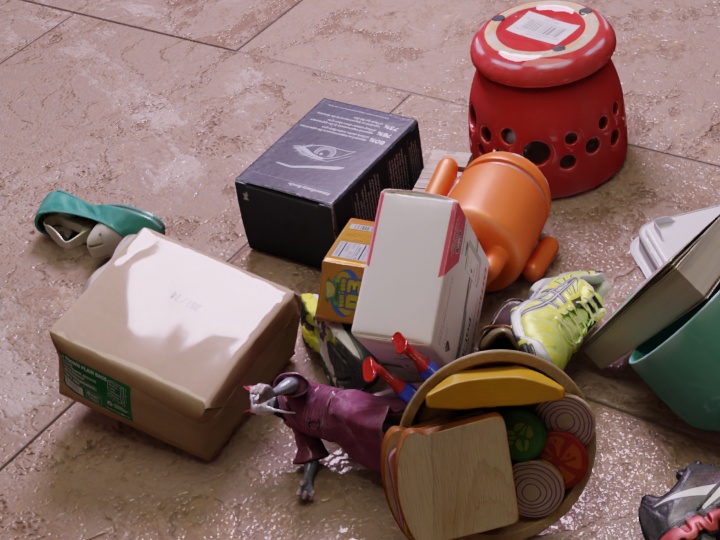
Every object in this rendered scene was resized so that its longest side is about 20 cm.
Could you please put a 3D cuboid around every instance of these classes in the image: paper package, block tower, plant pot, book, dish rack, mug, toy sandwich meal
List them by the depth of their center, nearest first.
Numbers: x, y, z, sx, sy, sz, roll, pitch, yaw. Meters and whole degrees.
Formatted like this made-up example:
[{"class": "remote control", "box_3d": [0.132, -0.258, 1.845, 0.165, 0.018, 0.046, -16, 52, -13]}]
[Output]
[{"class": "toy sandwich meal", "box_3d": [0.116, 0.166, 1.272, 0.202, 0.208, 0.070, -11, 15, -1]}, {"class": "mug", "box_3d": [0.359, 0.068, 1.358, 0.115, 0.185, 0.152, 47, 28, 2]}, {"class": "book", "box_3d": [0.309, 0.012, 1.415, 0.048, 0.200, 0.133, 45, 59, 6]}, {"class": "paper package", "box_3d": [-0.193, 0.076, 1.502, 0.198, 0.104, 0.191, 23, 47, 17]}, {"class": "dish rack", "box_3d": [0.399, -0.012, 1.561, 0.169, 0.044, 0.201, -12, 38, -4]}, {"class": "block tower", "box_3d": [0.084, -0.064, 1.692, 0.057, 0.055, 0.201, 7, 41, 22]}, {"class": "plant pot", "box_3d": [0.224, -0.215, 1.754, 0.197, 0.184, 0.202, -8, 38, 6]}]

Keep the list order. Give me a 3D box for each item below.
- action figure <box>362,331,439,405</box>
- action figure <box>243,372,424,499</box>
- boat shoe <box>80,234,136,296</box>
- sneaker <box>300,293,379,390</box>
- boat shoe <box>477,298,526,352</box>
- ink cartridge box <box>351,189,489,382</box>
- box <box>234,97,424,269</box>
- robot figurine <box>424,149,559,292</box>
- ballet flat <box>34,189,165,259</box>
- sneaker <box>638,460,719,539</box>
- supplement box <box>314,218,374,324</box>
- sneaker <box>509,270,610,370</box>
[{"class": "action figure", "box_3d": [0.088, 0.140, 1.332, 0.065, 0.200, 0.052, -44, 26, 12]}, {"class": "action figure", "box_3d": [-0.027, 0.133, 1.396, 0.198, 0.135, 0.149, 15, 42, 25]}, {"class": "boat shoe", "box_3d": [-0.265, 0.027, 1.641, 0.071, 0.076, 0.201, 5, 41, 16]}, {"class": "sneaker", "box_3d": [-0.007, 0.063, 1.511, 0.083, 0.075, 0.200, -12, 24, -14]}, {"class": "boat shoe", "box_3d": [0.153, 0.087, 1.464, 0.071, 0.073, 0.201, 2, 39, 15]}, {"class": "ink cartridge box", "box_3d": [0.065, 0.023, 1.426, 0.082, 0.200, 0.149, 7, 76, 17]}, {"class": "box", "box_3d": [-0.033, -0.105, 1.730, 0.147, 0.105, 0.200, 17, 45, 31]}, {"class": "robot figurine", "box_3d": [0.147, -0.058, 1.616, 0.142, 0.118, 0.201, 9, 40, 22]}, {"class": "ballet flat", "box_3d": [-0.327, -0.047, 1.766, 0.198, 0.068, 0.071, 14, 57, 34]}, {"class": "sneaker", "box_3d": [0.333, 0.204, 1.271, 0.198, 0.071, 0.098, -20, 40, -11]}, {"class": "supplement box", "box_3d": [0.000, 0.000, 1.516, 0.068, 0.067, 0.200, 10, 16, 8]}, {"class": "sneaker", "box_3d": [0.205, 0.046, 1.457, 0.076, 0.076, 0.200, -27, 15, 25]}]
